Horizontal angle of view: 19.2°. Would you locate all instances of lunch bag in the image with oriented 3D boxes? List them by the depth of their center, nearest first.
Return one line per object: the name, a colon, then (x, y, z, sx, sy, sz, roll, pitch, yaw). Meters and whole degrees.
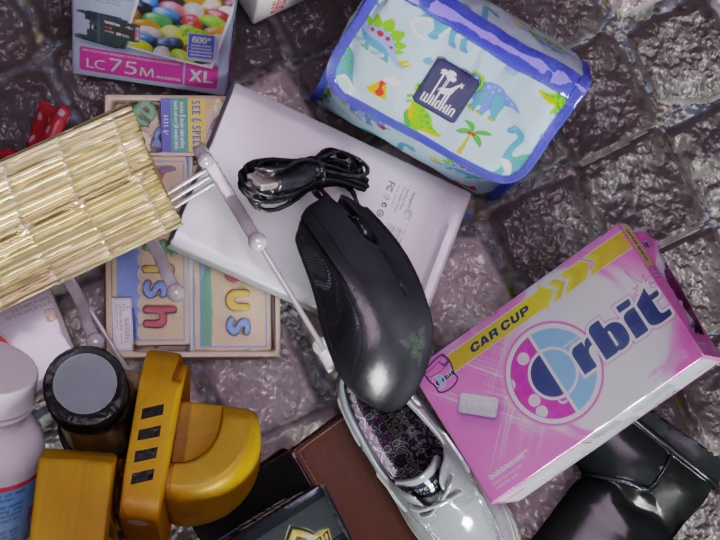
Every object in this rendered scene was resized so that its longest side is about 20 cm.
lunch bag: (0.067, -0.146, 1.549, 0.170, 0.200, 0.128, 29, 75, -5)

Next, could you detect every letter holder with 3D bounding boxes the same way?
letter holder: (-0.015, 0.221, 1.553, 0.100, 0.142, 0.200, -31, 89, 20)

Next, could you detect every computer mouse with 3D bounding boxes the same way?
computer mouse: (0.000, 0.000, 1.508, 0.138, 0.053, 0.201, -11, 76, -53)

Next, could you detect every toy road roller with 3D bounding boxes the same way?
toy road roller: (-0.145, 0.151, 1.431, 0.145, 0.123, 0.201, 6, 69, 2)

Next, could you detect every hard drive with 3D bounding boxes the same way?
hard drive: (-0.030, -0.038, 1.590, 0.199, 0.027, 0.132, 24, 77, -14)

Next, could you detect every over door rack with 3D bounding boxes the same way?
over door rack: (-0.118, 0.030, 1.525, 0.147, 0.067, 0.200, -31, 107, 3)

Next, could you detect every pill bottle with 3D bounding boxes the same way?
pill bottle: (-0.276, 0.151, 1.462, 0.108, 0.109, 0.201, 10, 114, -8)

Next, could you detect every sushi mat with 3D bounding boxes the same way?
sushi mat: (-0.225, -0.032, 1.439, 0.200, 0.012, 0.096, -26, 109, -17)

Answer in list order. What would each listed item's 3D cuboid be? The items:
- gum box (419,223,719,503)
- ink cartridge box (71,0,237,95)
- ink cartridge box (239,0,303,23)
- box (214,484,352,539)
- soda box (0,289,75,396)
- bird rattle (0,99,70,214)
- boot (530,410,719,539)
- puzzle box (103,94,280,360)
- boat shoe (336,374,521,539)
gum box: (0.152, 0.066, 1.530, 0.200, 0.066, 0.114, -36, 74, 15)
ink cartridge box: (-0.146, -0.207, 1.523, 0.119, 0.200, 0.042, 8, 54, -2)
ink cartridge box: (-0.007, -0.274, 1.582, 0.200, 0.147, 0.083, -26, 85, -10)
box: (-0.064, 0.251, 1.394, 0.200, 0.046, 0.159, -26, 90, -47)
soda box: (-0.302, 0.082, 1.532, 0.199, 0.064, 0.068, -22, 87, -12)
bird rattle: (-0.272, -0.045, 1.511, 0.199, 0.163, 0.113, -14, 103, 0)
boot: (0.164, 0.168, 1.596, 0.198, 0.073, 0.163, 35, 82, -4)
puzzle box: (-0.126, -0.032, 1.595, 0.133, 0.025, 0.201, -1, 83, -10)
boat shoe: (0.044, 0.149, 1.548, 0.070, 0.072, 0.201, -36, 85, 9)
